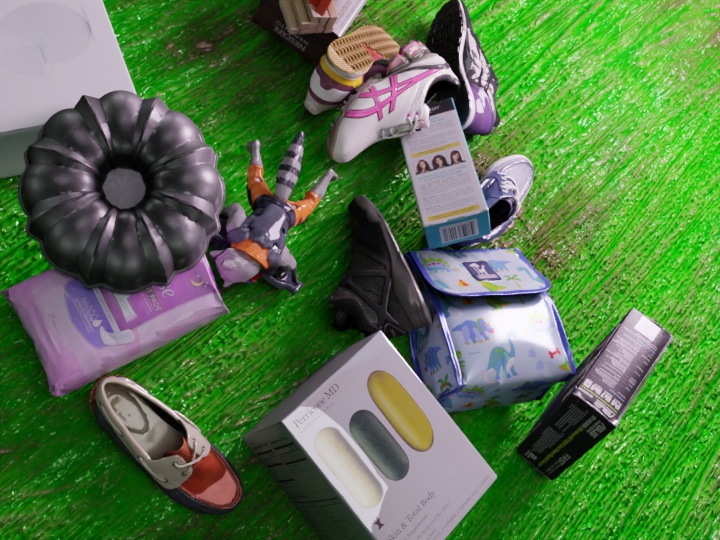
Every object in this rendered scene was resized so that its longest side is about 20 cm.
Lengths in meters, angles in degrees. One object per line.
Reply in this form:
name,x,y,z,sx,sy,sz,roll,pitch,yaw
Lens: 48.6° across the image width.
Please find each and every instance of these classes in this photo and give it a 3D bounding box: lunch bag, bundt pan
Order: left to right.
bundt pan,-0.225,-0.081,0.761,0.200,0.076,0.204,2,84,-15
lunch bag,0.151,0.062,0.997,0.169,0.128,0.201,-1,61,-22

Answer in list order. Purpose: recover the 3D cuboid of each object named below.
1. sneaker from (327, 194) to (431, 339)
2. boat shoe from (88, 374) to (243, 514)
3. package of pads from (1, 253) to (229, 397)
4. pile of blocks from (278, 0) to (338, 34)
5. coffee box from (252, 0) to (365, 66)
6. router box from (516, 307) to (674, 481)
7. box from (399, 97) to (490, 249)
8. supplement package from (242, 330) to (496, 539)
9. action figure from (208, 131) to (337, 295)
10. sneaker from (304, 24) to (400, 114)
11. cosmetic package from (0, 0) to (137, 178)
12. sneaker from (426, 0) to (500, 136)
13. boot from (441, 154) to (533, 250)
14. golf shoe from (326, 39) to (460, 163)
sneaker,0.000,0.000,0.965,0.113,0.076,0.200,-23,61,2
boat shoe,-0.197,0.182,0.828,0.200,0.063,0.071,43,59,-8
package of pads,-0.247,0.033,0.825,0.199,0.076,0.121,-27,90,-15
pile of blocks,-0.056,-0.388,0.985,0.081,0.062,0.202,13,68,-18
coffee box,-0.042,-0.388,1.072,0.113,0.080,0.201,35,63,-9
router box,0.281,0.155,0.975,0.062,0.200,0.150,37,59,13
box,0.102,-0.127,1.015,0.082,0.049,0.201,-14,54,5
supplement package,0.006,0.201,0.862,0.152,0.151,0.200,-40,92,-29
action figure,-0.130,-0.072,0.920,0.199,0.105,0.195,27,58,-14
sneaker,-0.009,-0.263,1.058,0.075,0.090,0.200,46,35,7
cosmetic package,-0.368,-0.216,0.844,0.199,0.123,0.201,-17,81,-29
sneaker,0.152,-0.286,1.145,0.087,0.075,0.202,6,74,-38
boot,0.191,-0.093,1.070,0.200,0.090,0.073,-44,108,-27
golf shoe,0.041,-0.203,1.007,0.092,0.073,0.200,40,77,16
